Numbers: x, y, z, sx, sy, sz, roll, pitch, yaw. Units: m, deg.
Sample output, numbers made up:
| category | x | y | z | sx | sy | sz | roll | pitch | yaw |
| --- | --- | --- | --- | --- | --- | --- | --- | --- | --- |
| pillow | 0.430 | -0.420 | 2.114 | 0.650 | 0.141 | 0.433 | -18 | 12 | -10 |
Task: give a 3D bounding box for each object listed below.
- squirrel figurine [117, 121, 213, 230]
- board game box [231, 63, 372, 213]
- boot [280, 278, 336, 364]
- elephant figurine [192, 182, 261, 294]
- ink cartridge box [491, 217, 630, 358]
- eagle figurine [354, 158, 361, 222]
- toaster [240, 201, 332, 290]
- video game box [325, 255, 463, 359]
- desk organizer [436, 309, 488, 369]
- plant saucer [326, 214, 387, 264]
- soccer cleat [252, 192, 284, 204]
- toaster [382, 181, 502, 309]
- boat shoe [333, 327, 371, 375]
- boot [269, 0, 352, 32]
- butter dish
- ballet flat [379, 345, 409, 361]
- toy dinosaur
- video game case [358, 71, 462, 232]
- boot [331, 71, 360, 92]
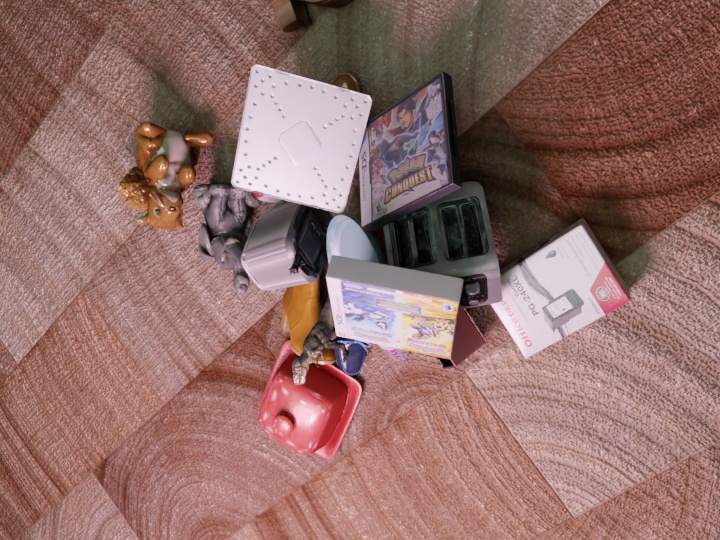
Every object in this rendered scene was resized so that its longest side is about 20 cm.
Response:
| category | x | y | z | sx | sy | sz | roll | pitch | yaw |
| --- | --- | --- | --- | --- | --- | --- | --- | --- | --- |
| squirrel figurine | -0.392 | -0.172 | 1.269 | 0.198 | 0.139 | 0.192 | -7 | 82 | 48 |
| board game box | -0.099 | -0.213 | 1.053 | 0.195 | 0.026 | 0.204 | 12 | 114 | -9 |
| boot | -0.096 | 0.074 | 1.218 | 0.200 | 0.069 | 0.147 | 35 | 117 | 52 |
| elephant figurine | -0.262 | -0.067 | 1.250 | 0.138 | 0.155 | 0.205 | 0 | 99 | 15 |
| ink cartridge box | 0.323 | 0.032 | 1.072 | 0.198 | 0.083 | 0.147 | -35 | 88 | 25 |
| eagle figurine | 0.048 | -0.172 | 1.116 | 0.196 | 0.153 | 0.153 | -19 | 115 | 19 |
| toaster | -0.135 | -0.043 | 1.186 | 0.127 | 0.202 | 0.114 | -15 | 129 | 28 |
| video game box | 0.051 | 0.060 | 0.977 | 0.195 | 0.048 | 0.183 | 10 | 150 | 11 |
| desk organizer | 0.133 | 0.070 | 1.147 | 0.076 | 0.072 | 0.202 | -33 | 88 | -17 |
| plant saucer | 0.000 | 0.000 | 1.107 | 0.200 | 0.027 | 0.204 | 45 | 144 | 44 |
| soccer cleat | -0.145 | -0.224 | 1.217 | 0.068 | 0.084 | 0.204 | 19 | 87 | 46 |
| toaster | 0.132 | -0.038 | 1.048 | 0.176 | 0.119 | 0.204 | -9 | 66 | 7 |
| boat shoe | -0.022 | 0.106 | 1.221 | 0.082 | 0.068 | 0.205 | -12 | 103 | -21 |
| boot | -0.084 | -0.532 | 1.123 | 0.197 | 0.076 | 0.159 | -17 | 92 | 32 |
| butter dish | -0.126 | 0.280 | 1.276 | 0.197 | 0.147 | 0.203 | 29 | 111 | 14 |
| ballet flat | 0.042 | 0.082 | 1.204 | 0.068 | 0.071 | 0.205 | -10 | 98 | 22 |
| toy dinosaur | -0.054 | 0.116 | 1.149 | 0.086 | 0.048 | 0.203 | 22 | 65 | 1 |
| video game case | 0.068 | -0.177 | 0.989 | 0.198 | 0.025 | 0.185 | -23 | 62 | 46 |
| boot | -0.082 | -0.257 | 1.127 | 0.073 | 0.154 | 0.203 | 33 | 112 | 20 |
